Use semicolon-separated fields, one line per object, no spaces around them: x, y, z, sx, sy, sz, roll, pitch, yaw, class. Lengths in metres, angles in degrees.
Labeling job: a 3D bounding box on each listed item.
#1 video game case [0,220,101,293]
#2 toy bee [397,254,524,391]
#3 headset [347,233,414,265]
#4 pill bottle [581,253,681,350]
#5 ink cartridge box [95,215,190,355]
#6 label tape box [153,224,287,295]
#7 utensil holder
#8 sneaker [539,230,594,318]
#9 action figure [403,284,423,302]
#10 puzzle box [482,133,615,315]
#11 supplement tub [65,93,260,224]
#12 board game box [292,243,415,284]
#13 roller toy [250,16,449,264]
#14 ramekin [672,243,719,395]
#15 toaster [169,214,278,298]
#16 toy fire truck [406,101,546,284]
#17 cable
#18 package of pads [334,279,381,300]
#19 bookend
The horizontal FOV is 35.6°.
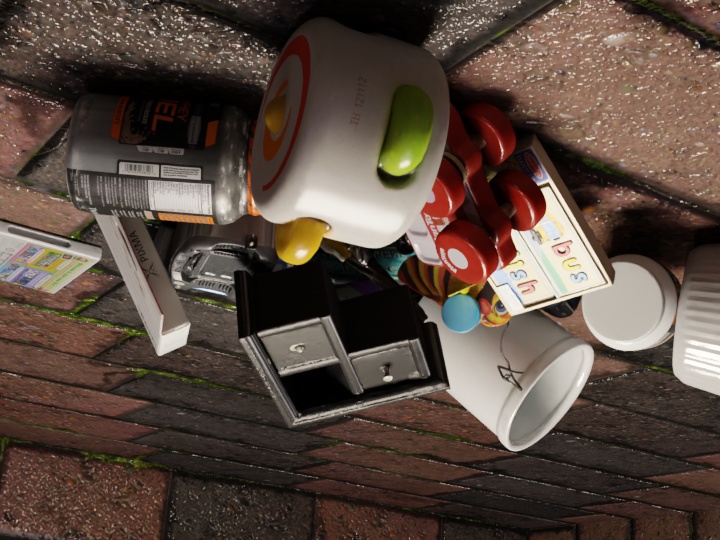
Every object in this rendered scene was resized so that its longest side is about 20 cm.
-0.490;-0.021;1.600;0.181;0.022;0.199;17;156;-30;video game case
0.148;0.030;1.352;0.200;0.109;0.131;39;-170;-13;toy bee
0.074;-0.048;1.298;0.198;0.095;0.123;3;163;-32;headset
0.335;0.040;1.380;0.115;0.118;0.200;-3;177;20;pill bottle
-0.258;-0.016;1.317;0.043;0.201;0.174;-23;168;-19;ink cartridge box
-0.197;-0.013;1.469;0.143;0.064;0.200;13;-177;-24;label tape box
0.179;0.109;1.487;0.200;0.170;0.170;40;178;30;utensil holder
0.249;-0.003;1.386;0.146;0.078;0.202;30;160;-28;sneaker
0.052;0.068;1.594;0.199;0.103;0.118;-5;176;36;action figure
0.178;-0.044;1.225;0.132;0.026;0.201;-20;120;31;puzzle box
-0.189;-0.112;1.138;0.198;0.124;0.123;4;160;-1;supplement tub
0.006;-0.016;1.494;0.198;0.028;0.135;1;159;10;board game box
-0.020;-0.120;0.987;0.139;0.184;0.201;13;133;-21;roller toy
0.443;0.058;1.376;0.093;0.204;0.202;9;163;21;ramekin
-0.150;-0.056;1.271;0.112;0.130;0.200;9;160;-15;toaster
0.080;-0.083;1.144;0.167;0.112;0.201;7;135;50;toy fire truck
0.000;0.000;1.378;0.050;0.200;0.097;-38;175;-10;cable
-0.047;0.066;1.442;0.198;0.069;0.154;-9;-169;-13;package of pads
-0.017;0.070;1.251;0.198;0.093;0.199;-14;142;5;bookend
